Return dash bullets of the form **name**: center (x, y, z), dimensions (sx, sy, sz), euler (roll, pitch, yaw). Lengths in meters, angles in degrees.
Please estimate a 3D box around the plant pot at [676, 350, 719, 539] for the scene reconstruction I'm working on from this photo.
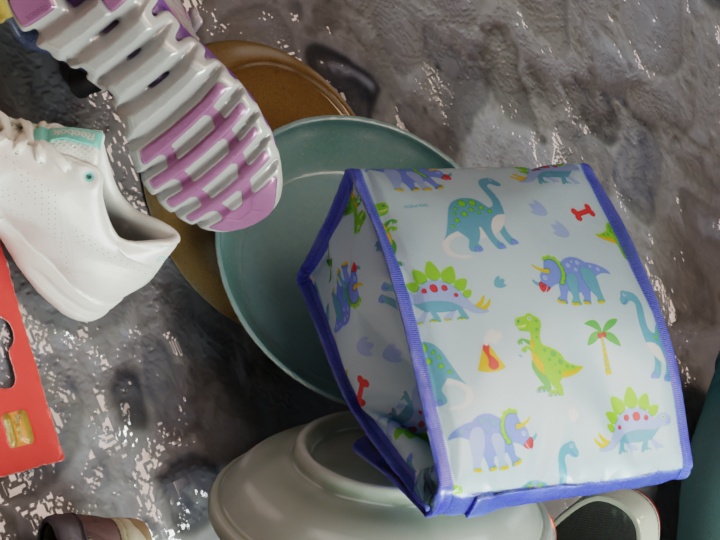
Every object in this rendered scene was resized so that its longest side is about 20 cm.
- **plant pot**: center (0.316, 0.177, 1.405), dimensions (0.200, 0.200, 0.188), euler (40, 66, -26)

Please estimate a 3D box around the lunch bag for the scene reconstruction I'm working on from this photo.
- **lunch bag**: center (0.079, 0.046, 1.106), dimensions (0.170, 0.127, 0.200), euler (-5, 51, -26)

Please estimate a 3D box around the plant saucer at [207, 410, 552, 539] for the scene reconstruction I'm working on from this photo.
- **plant saucer**: center (0.013, 0.124, 1.122), dimensions (0.200, 0.200, 0.050), euler (-17, 119, -46)

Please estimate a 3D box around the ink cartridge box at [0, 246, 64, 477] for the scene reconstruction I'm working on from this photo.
- **ink cartridge box**: center (-0.244, 0.042, 1.010), dimensions (0.200, 0.050, 0.161), euler (-12, 83, -43)

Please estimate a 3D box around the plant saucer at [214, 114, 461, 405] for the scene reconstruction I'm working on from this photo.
- **plant saucer**: center (0.000, 0.000, 1.197), dimensions (0.200, 0.036, 0.200), euler (10, 61, -19)

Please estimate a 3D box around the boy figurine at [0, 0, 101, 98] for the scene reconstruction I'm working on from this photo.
- **boy figurine**: center (-0.215, -0.175, 1.108), dimensions (0.200, 0.064, 0.124), euler (32, 55, -31)

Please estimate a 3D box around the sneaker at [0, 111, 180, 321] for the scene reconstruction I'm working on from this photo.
- **sneaker**: center (-0.184, -0.060, 1.065), dimensions (0.200, 0.088, 0.075), euler (41, 30, -30)

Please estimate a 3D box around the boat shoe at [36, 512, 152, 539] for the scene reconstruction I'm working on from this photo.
- **boat shoe**: center (-0.152, 0.223, 1.016), dimensions (0.065, 0.072, 0.200), euler (15, 67, -26)

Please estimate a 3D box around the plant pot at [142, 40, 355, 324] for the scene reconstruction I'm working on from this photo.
- **plant pot**: center (-0.052, -0.057, 1.245), dimensions (0.200, 0.027, 0.200), euler (19, 62, -39)

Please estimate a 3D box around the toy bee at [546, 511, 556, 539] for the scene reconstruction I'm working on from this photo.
- **toy bee**: center (0.016, 0.192, 1.176), dimensions (0.131, 0.200, 0.109), euler (-66, 159, -75)

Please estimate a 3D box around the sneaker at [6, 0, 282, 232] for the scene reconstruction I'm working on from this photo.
- **sneaker**: center (-0.111, -0.114, 1.093), dimensions (0.200, 0.080, 0.088), euler (52, 17, -16)

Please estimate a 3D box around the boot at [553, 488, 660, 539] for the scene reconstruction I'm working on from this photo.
- **boot**: center (0.164, 0.206, 1.257), dimensions (0.072, 0.200, 0.144), euler (38, 34, 29)
